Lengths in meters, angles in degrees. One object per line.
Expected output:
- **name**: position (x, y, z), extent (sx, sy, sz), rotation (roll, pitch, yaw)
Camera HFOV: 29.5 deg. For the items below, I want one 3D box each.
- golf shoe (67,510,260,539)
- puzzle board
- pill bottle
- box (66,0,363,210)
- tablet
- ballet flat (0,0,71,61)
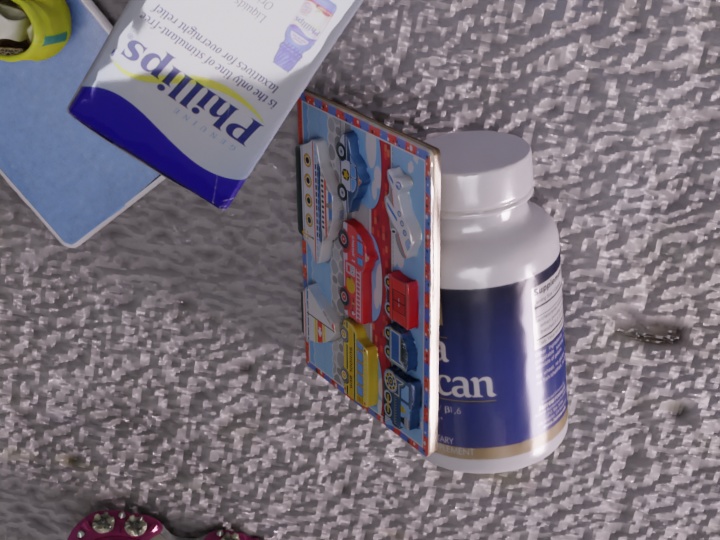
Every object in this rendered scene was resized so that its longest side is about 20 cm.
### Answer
- **golf shoe**: position (-0.125, 0.242, 1.027), extent (0.197, 0.076, 0.092), rotation (16, 129, -1)
- **puzzle board**: position (0.000, 0.000, 0.874), extent (0.017, 0.150, 0.203), rotation (-15, 118, -31)
- **pill bottle**: position (0.076, 0.019, 0.887), extent (0.109, 0.111, 0.203), rotation (-4, 113, 6)
- **box**: position (-0.059, -0.169, 0.776), extent (0.104, 0.184, 0.201), rotation (32, 112, -12)
- **tablet**: position (-0.210, -0.123, 0.898), extent (0.129, 0.014, 0.201), rotation (-34, 106, 17)
- **ballet flat**: position (-0.276, -0.172, 0.838), extent (0.197, 0.067, 0.068), rotation (16, 115, -2)
